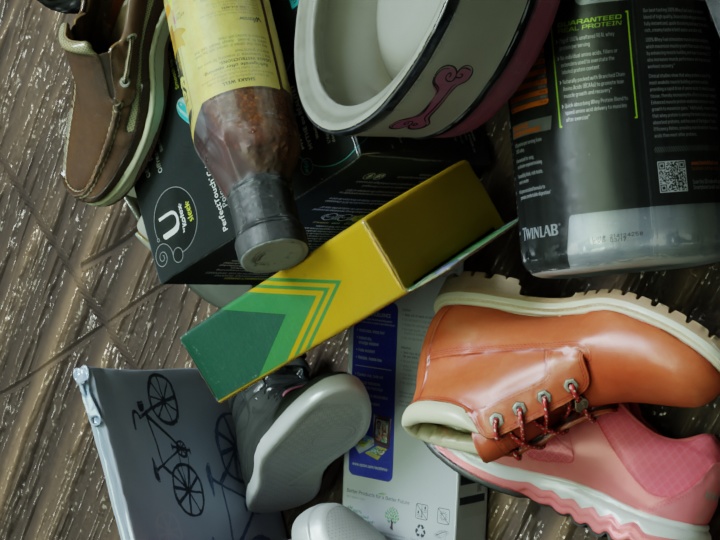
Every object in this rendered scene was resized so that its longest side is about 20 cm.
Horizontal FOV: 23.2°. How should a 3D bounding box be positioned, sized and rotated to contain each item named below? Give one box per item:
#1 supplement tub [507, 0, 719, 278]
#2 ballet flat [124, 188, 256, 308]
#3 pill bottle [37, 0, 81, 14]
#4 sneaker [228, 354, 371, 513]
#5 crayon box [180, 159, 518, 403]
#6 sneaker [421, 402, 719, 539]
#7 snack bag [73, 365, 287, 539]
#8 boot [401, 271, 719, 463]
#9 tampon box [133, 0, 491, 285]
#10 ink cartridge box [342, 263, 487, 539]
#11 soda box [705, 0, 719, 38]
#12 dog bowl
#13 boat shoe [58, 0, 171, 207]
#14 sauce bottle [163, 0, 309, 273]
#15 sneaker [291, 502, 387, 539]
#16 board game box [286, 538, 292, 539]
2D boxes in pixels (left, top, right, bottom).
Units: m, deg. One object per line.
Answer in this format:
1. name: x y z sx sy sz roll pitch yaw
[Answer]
1. supplement tub: 0.142 -0.099 0.982 0.122 0.122 0.201 -6 87 42
2. ballet flat: -0.149 -0.048 1.283 0.067 0.064 0.200 -50 61 31
3. pill bottle: -0.167 -0.232 1.195 0.112 0.200 0.112 10 104 45
4. sneaker: -0.049 0.083 1.154 0.200 0.070 0.100 119 139 -60
5. crayon box: 0.000 0.000 1.055 0.200 0.126 0.052 -31 91 37
6. sneaker: 0.126 0.101 1.042 0.200 0.074 0.087 22 92 25
7. snack bag: -0.112 0.156 1.172 0.021 0.200 0.189 -21 77 25
8. boot: 0.114 0.067 0.982 0.200 0.075 0.107 4 58 40
9. tampon box: -0.044 -0.095 1.145 0.200 0.126 0.150 -29 70 39
10. ink cartridge box: 0.037 0.080 1.139 0.099 0.039 0.201 7 97 42
11. soda box: 0.213 -0.188 0.948 0.063 0.071 0.201 -28 74 33
12. dog bowl: 0.040 -0.162 0.967 0.200 0.074 0.201 -41 42 50
13. boat shoe: -0.164 -0.140 1.121 0.075 0.075 0.203 29 107 41
14. sauce bottle: -0.071 -0.095 1.023 0.066 0.066 0.201 -35 56 37
15. sneaker: 0.054 0.205 1.084 0.200 0.074 0.116 49 128 3
16. board game box: -0.047 0.232 1.111 0.032 0.200 0.120 -35 68 38
